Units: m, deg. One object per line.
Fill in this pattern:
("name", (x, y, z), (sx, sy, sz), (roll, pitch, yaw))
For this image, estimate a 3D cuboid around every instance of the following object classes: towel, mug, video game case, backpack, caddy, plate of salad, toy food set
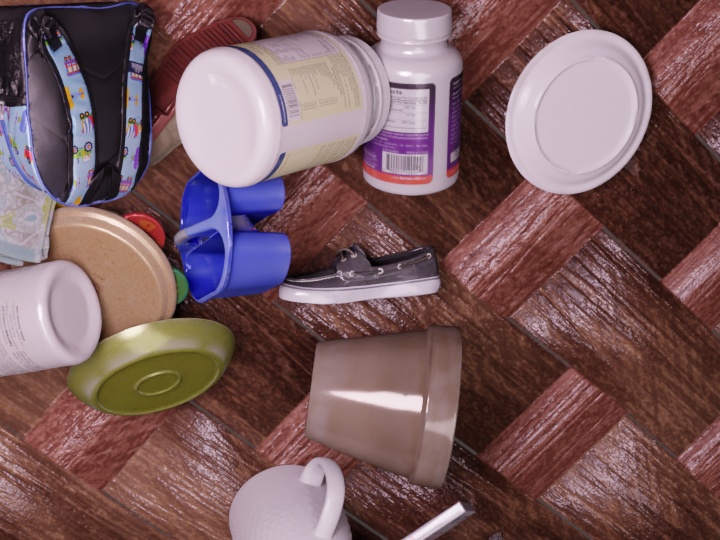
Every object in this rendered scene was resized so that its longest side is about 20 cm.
("towel", (-0.396, -0.105, 1.490), (0.200, 0.048, 0.171), (19, 77, -48))
("mug", (-0.071, 0.327, 1.794), (0.147, 0.175, 0.200), (18, 107, -20))
("video game case", (0.058, 0.365, 1.892), (0.200, 0.143, 0.018), (-34, 77, 2))
("backpack", (-0.299, -0.169, 1.457), (0.182, 0.134, 0.200), (-19, 110, -52))
("caddy", (-0.152, -0.041, 1.585), (0.105, 0.200, 0.142), (-4, 82, -21))
("plate of salad", (0.256, -0.189, 1.708), (0.200, 0.048, 0.200), (-10, 115, -22))
("toy food set", (-0.293, 0.007, 1.612), (0.200, 0.049, 0.198), (21, 125, -1))

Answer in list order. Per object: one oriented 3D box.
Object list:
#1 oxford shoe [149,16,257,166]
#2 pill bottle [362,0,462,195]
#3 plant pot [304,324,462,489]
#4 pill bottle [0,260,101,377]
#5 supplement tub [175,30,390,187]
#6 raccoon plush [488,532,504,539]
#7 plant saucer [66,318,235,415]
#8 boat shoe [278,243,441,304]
("oxford shoe", (-0.186, -0.196, 1.578), (0.200, 0.070, 0.075), (-41, 149, 2))
("pill bottle", (0.058, -0.195, 1.609), (0.111, 0.111, 0.200), (-6, 117, -13))
("plant pot", (0.024, 0.156, 1.751), (0.173, 0.200, 0.200), (7, 115, -1))
("pill bottle", (-0.394, 0.059, 1.569), (0.200, 0.114, 0.114), (-10, 123, 23))
("supplement tub", (-0.078, -0.175, 1.520), (0.200, 0.145, 0.145), (-20, 127, -45))
("raccoon plush", (0.126, 0.432, 1.963), (0.200, 0.097, 0.134), (-3, 109, -15))
("plant saucer", (-0.238, 0.119, 1.669), (0.200, 0.031, 0.200), (-16, 152, -9))
("boat shoe", (0.000, 0.000, 1.721), (0.200, 0.070, 0.066), (-4, 100, -11))
